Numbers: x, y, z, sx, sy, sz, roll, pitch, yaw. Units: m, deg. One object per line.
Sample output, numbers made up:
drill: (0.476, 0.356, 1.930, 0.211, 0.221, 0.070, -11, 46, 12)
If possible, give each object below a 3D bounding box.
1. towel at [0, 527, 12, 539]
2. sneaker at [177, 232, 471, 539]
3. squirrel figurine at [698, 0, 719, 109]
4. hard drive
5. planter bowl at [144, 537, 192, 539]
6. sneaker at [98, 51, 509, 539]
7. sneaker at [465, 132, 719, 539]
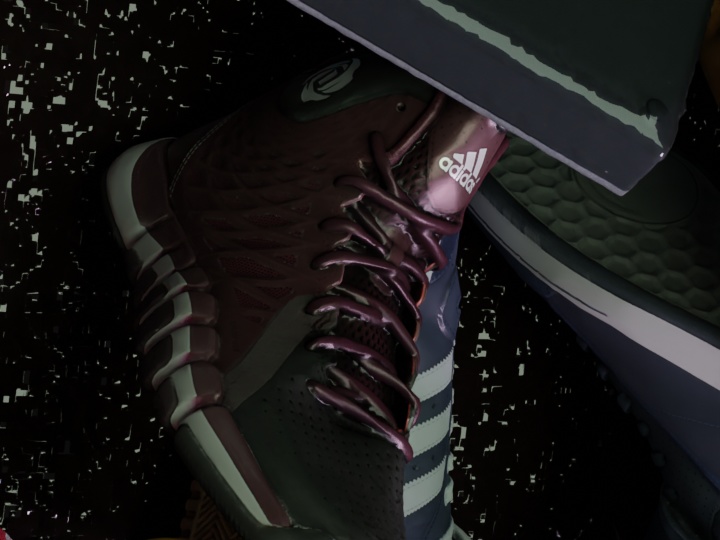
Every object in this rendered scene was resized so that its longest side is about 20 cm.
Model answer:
towel: (-0.090, 0.140, 0.763, 0.022, 0.145, 0.200, -23, 124, 17)
sneaker: (0.011, 0.056, 0.859, 0.108, 0.070, 0.200, 22, 81, -40)
squirrel figurine: (0.196, -0.055, 0.758, 0.141, 0.187, 0.200, 35, 47, -22)
hard drive: (0.012, -0.124, 0.769, 0.200, 0.033, 0.140, 29, 51, -12)
planter bowl: (-0.014, 0.168, 0.717, 0.083, 0.200, 0.200, -48, 119, -26)
sneaker: (0.000, 0.000, 0.751, 0.115, 0.200, 0.076, -35, 130, 8)
sneaker: (0.094, 0.049, 0.873, 0.077, 0.202, 0.146, -34, 154, -40)
